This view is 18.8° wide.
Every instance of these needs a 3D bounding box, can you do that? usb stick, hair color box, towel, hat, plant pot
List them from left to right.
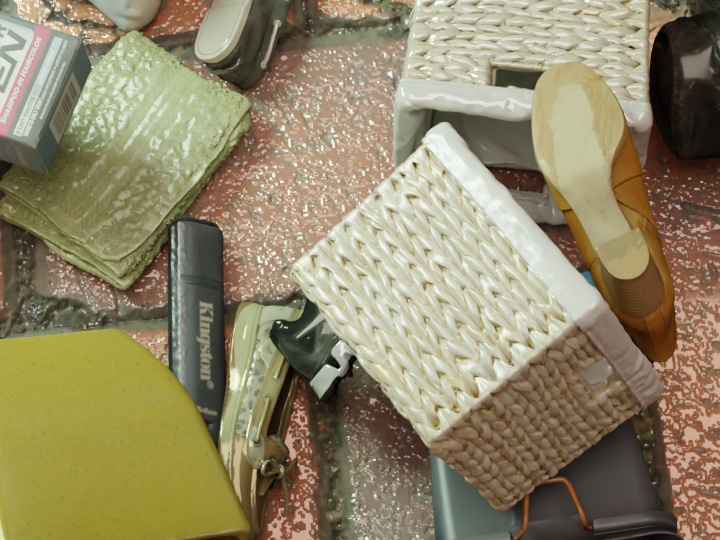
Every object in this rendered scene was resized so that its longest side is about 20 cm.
[{"bbox_3d":[-0.324,-0.159,1.716,0.199,0.061,0.100,18,73,8],"label":"hair color box"},{"bbox_3d":[-0.223,0.159,1.636,0.194,0.194,0.201,-6,62,-27],"label":"plant pot"},{"bbox_3d":[-0.197,-0.094,1.819,0.148,0.037,0.200,33,76,12],"label":"towel"},{"bbox_3d":[-0.133,0.054,1.761,0.032,0.055,0.201,-16,67,38],"label":"usb stick"},{"bbox_3d":[0.276,-0.143,1.736,0.080,0.201,0.202,-15,72,-10],"label":"hat"}]

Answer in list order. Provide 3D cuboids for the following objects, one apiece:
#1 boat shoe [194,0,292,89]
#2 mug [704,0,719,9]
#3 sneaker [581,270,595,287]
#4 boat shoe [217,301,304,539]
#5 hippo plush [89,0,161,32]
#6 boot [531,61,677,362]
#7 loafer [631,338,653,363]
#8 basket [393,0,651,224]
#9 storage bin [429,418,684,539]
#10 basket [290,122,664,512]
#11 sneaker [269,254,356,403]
[{"bbox_3d":[-0.083,-0.248,1.864,0.067,0.057,0.201,4,63,41],"label":"boat shoe"},{"bbox_3d":[0.355,-0.236,1.807,0.151,0.114,0.186,-1,72,-1],"label":"mug"},{"bbox_3d":[0.107,0.023,1.752,0.199,0.078,0.090,-13,66,-5],"label":"sneaker"},{"bbox_3d":[-0.076,0.120,1.725,0.062,0.073,0.201,2,71,5],"label":"boat shoe"},{"bbox_3d":[-0.232,-0.312,1.825,0.199,0.161,0.160,18,73,7],"label":"hippo plush"},{"bbox_3d":[0.180,-0.039,1.595,0.070,0.144,0.202,-19,61,5],"label":"boot"},{"bbox_3d":[0.141,0.072,1.683,0.199,0.070,0.069,-13,69,10],"label":"loafer"},{"bbox_3d":[0.131,-0.149,1.740,0.197,0.200,0.162,6,66,3],"label":"basket"},{"bbox_3d":[0.137,0.173,1.677,0.199,0.146,0.135,-9,62,-1],"label":"storage bin"},{"bbox_3d":[0.086,0.041,1.562,0.161,0.198,0.200,-42,61,1],"label":"basket"},{"bbox_3d":[0.000,0.000,1.712,0.090,0.066,0.200,37,87,3],"label":"sneaker"}]
